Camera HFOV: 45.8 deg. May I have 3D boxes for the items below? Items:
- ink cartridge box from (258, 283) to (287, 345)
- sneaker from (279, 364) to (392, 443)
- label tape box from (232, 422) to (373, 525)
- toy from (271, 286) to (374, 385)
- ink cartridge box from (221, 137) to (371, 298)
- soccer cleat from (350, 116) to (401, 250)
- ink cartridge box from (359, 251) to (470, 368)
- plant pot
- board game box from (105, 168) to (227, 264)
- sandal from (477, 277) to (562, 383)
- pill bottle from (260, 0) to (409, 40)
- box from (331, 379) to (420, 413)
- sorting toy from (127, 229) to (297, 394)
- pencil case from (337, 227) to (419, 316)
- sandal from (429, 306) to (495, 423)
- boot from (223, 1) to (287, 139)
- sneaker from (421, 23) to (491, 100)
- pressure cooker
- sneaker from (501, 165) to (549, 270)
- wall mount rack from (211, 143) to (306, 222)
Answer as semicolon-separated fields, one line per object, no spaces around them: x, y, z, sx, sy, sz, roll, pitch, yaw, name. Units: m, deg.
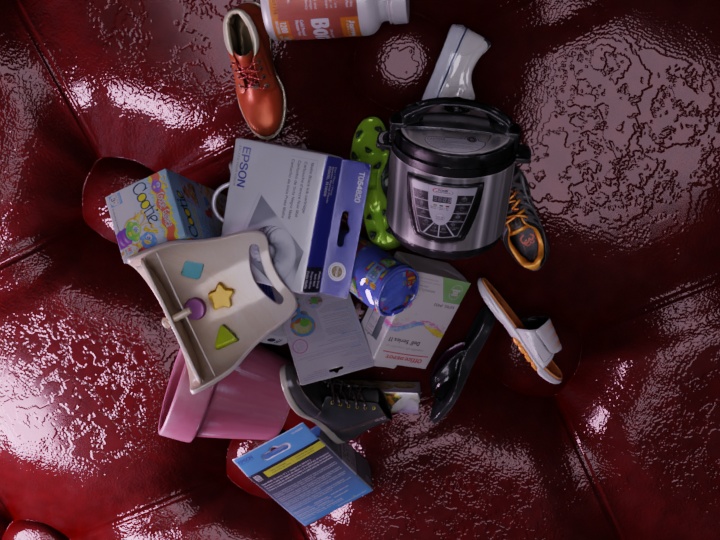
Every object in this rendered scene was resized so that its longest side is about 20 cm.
-0.167;0.057;1.310;0.199;0.100;0.039;14;147;-32;ink cartridge box
-0.036;0.188;1.310;0.106;0.075;0.200;-25;136;18;sneaker
-0.092;0.316;1.392;0.143;0.066;0.200;-31;121;15;label tape box
-0.064;0.079;1.309;0.114;0.047;0.201;-14;64;-12;toy
-0.098;-0.073;1.204;0.199;0.041;0.201;12;98;17;ink cartridge box
0.028;-0.129;1.282;0.067;0.081;0.202;-9;84;16;soccer cleat
0.070;0.081;1.306;0.117;0.067;0.201;11;113;-37;ink cartridge box
-0.205;0.183;1.347;0.178;0.200;0.201;18;109;-15;plant pot
-0.266;-0.063;1.254;0.102;0.200;0.106;-22;77;13;board game box
0.259;0.084;1.305;0.059;0.079;0.207;-37;97;18;sandal
-0.033;-0.383;1.188;0.198;0.112;0.113;-1;106;8;pill bottle
-0.001;0.205;1.394;0.198;0.041;0.039;1;109;8;box
-0.189;0.036;1.174;0.179;0.107;0.201;-25;93;-2;sorting toy
0.000;0.000;1.251;0.078;0.200;0.087;-22;124;-29;pencil case
0.147;0.143;1.342;0.048;0.075;0.201;24;99;-6;sandal
-0.159;-0.285;1.238;0.074;0.107;0.201;-7;107;8;boot
0.128;-0.249;1.227;0.070;0.073;0.201;22;108;4;sneaker
0.120;-0.139;1.157;0.175;0.179;0.201;-20;131;-30;pressure cooker
0.226;-0.088;1.261;0.078;0.077;0.201;-29;99;16;sneaker
-0.120;-0.094;1.295;0.199;0.075;0.175;-14;101;-4;wall mount rack
